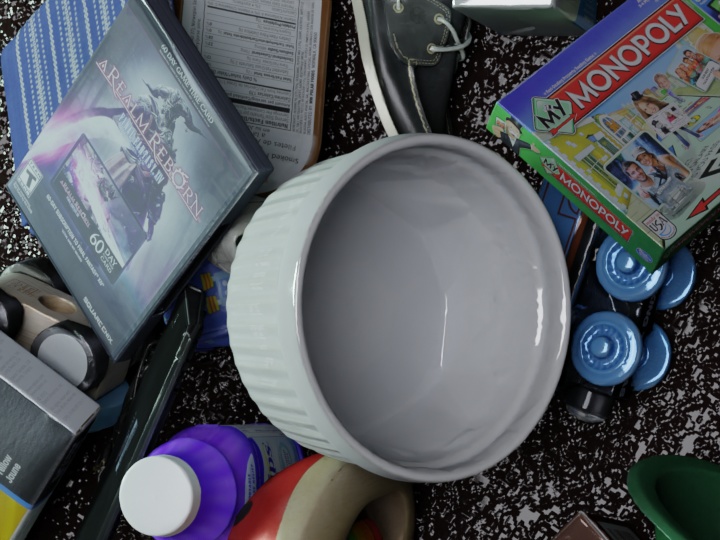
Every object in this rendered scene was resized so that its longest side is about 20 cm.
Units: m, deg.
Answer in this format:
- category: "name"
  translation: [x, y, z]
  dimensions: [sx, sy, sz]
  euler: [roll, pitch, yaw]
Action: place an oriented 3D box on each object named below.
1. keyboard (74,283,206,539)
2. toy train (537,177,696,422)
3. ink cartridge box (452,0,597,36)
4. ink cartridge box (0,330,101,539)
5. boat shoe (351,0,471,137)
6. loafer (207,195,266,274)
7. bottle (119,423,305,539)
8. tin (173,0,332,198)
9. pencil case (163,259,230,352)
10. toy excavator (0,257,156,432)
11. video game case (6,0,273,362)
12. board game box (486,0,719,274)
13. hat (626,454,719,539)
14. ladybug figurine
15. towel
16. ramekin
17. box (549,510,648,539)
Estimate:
- category: "keyboard"
  translation: [-0.138, 0.101, 1.705]
  dimensions: [0.021, 0.127, 0.201]
  euler: [21, 107, -13]
- category: "toy train"
  translation: [0.145, -0.011, 1.682]
  dimensions: [0.114, 0.087, 0.201]
  euler: [18, 92, 24]
- category: "ink cartridge box"
  translation: [0.107, -0.252, 1.692]
  dimensions: [0.067, 0.115, 0.201]
  euler: [2, 86, 17]
- category: "ink cartridge box"
  translation: [-0.289, 0.102, 1.757]
  dimensions: [0.200, 0.047, 0.198]
  euler: [35, 125, 4]
- category: "boat shoe"
  translation: [0.036, -0.149, 1.730]
  dimensions: [0.067, 0.072, 0.201]
  euler: [-15, 80, 21]
- category: "loafer"
  translation: [0.000, 0.000, 1.693]
  dimensions: [0.199, 0.070, 0.070]
  euler: [10, 98, -18]
- category: "bottle"
  translation: [-0.090, 0.135, 1.685]
  dimensions: [0.065, 0.200, 0.084]
  euler: [-1, 86, 17]
- category: "tin"
  translation: [-0.077, -0.131, 1.740]
  dimensions: [0.111, 0.042, 0.201]
  euler: [8, 73, -16]
- category: "pencil case"
  translation: [-0.111, -0.045, 1.768]
  dimensions: [0.087, 0.078, 0.201]
  euler: [-24, 79, 35]
- category: "toy excavator"
  translation: [-0.255, 0.091, 1.804]
  dimensions: [0.194, 0.100, 0.201]
  euler: [24, 108, 13]
- category: "video game case"
  translation: [-0.139, -0.057, 1.679]
  dimensions: [0.143, 0.019, 0.200]
  euler: [57, 135, 18]
- category: "board game box"
  translation: [0.189, -0.100, 1.636]
  dimensions: [0.135, 0.029, 0.200]
  euler: [42, 58, 15]
- category: "hat"
  translation: [0.209, 0.235, 1.619]
  dimensions: [0.200, 0.165, 0.177]
  euler: [39, 114, 35]
- category: "ladybug figurine"
  translation: [-0.028, 0.169, 1.664]
  dimensions: [0.072, 0.200, 0.136]
  euler: [14, 95, 20]
- category: "towel"
  translation: [-0.170, -0.125, 1.751]
  dimensions: [0.200, 0.024, 0.145]
  euler: [-37, 56, 45]
- category: "ramekin"
  translation: [0.015, 0.021, 1.599]
  dimensions: [0.105, 0.199, 0.201]
  euler: [-1, 85, 54]
- category: "box"
  translation: [0.101, 0.241, 1.667]
  dimensions: [0.200, 0.100, 0.075]
  euler: [-45, 68, 11]
